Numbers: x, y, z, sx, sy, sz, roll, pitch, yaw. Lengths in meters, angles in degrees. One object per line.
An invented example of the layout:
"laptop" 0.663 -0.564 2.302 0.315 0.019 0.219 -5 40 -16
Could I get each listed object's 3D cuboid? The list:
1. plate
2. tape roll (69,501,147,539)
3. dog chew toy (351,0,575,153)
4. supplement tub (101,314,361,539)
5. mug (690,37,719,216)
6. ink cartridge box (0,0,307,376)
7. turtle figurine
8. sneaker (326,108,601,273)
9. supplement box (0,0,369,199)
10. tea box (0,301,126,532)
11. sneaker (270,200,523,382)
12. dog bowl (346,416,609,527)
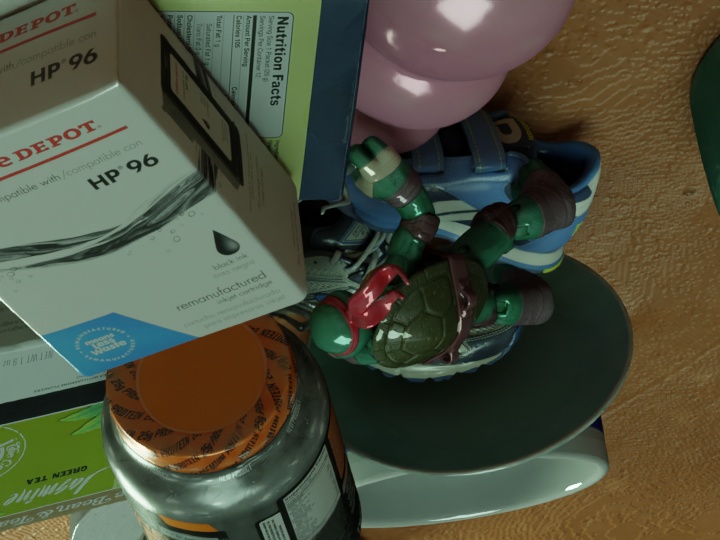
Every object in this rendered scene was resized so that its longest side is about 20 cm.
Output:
"plate" 0.064 0.055 1.196 0.199 0.201 0.026 -10 129 4
"tape roll" -0.107 0.169 1.426 0.199 0.066 0.201 -4 142 -3
"dog chew toy" 0.032 -0.131 1.028 0.124 0.125 0.200 7 149 -17
"supplement tub" -0.069 0.101 1.083 0.122 0.123 0.200 -9 147 3
"mug" 0.264 -0.076 1.129 0.152 0.115 0.185 -24 139 21
"ink cartridge box" -0.118 -0.047 0.819 0.116 0.068 0.200 -20 140 17
"turtle figurine" 0.025 0.006 1.065 0.199 0.101 0.150 -13 144 -38
"sneaker" 0.051 -0.063 1.154 0.199 0.074 0.082 13 133 -31
"supplement box" -0.106 -0.148 0.911 0.199 0.201 0.135 0 142 -7
"tea box" -0.176 0.038 1.156 0.199 0.134 0.197 -13 147 -23
"sneaker" 0.000 0.000 1.172 0.199 0.077 0.085 17 141 9
"dog bowl" 0.059 0.109 1.314 0.199 0.079 0.200 -7 163 -2
